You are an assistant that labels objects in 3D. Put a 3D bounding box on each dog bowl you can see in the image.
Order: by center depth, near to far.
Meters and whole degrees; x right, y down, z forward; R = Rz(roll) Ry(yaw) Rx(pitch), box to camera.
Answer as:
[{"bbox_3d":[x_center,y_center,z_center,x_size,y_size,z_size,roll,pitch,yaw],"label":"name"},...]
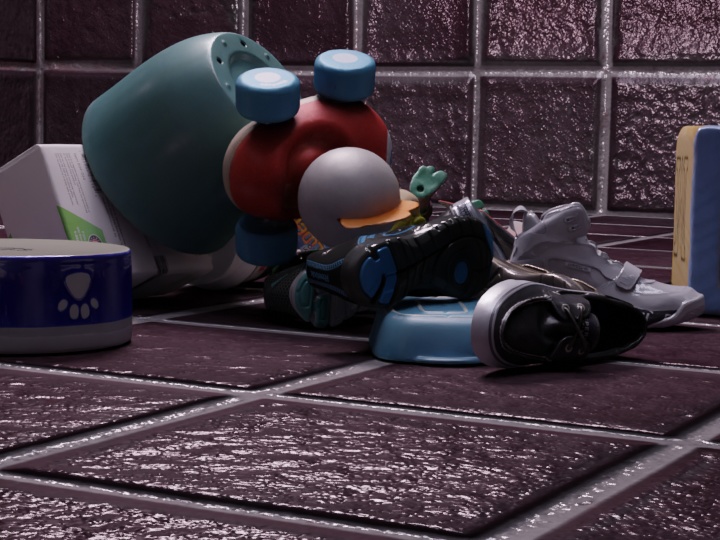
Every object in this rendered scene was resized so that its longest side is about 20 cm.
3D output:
[{"bbox_3d":[-0.292,0.019,1.416,0.199,0.079,0.200,1,5,0],"label":"dog bowl"}]

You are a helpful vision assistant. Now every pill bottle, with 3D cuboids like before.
[{"bbox_3d":[-0.152,-0.039,1.884,0.116,0.117,0.200,2,5,13],"label":"pill bottle"}]

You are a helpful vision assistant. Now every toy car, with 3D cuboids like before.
[{"bbox_3d":[-0.011,-0.081,1.569,0.176,0.185,0.200,-18,35,-35],"label":"toy car"}]

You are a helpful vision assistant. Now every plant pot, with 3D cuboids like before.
[{"bbox_3d":[-0.153,-0.142,1.689,0.161,0.201,0.200,-38,-18,32],"label":"plant pot"}]

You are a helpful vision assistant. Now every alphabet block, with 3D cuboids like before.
[{"bbox_3d":[0.438,-0.056,1.794,0.194,0.198,0.200,3,5,4],"label":"alphabet block"}]

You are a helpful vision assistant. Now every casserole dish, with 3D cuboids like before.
[{"bbox_3d":[0.068,0.048,1.419,0.120,0.039,0.200,1,4,-1],"label":"casserole dish"}]

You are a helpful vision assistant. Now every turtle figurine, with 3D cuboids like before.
[{"bbox_3d":[0.087,-0.038,1.963,0.149,0.101,0.200,23,-24,3],"label":"turtle figurine"}]

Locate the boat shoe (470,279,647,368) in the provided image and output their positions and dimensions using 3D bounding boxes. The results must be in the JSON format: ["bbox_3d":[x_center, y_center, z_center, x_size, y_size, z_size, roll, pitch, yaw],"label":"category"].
[{"bbox_3d":[0.165,0.046,1.337,0.066,0.070,0.200,3,-2,38],"label":"boat shoe"}]

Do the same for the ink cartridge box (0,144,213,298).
[{"bbox_3d":[-0.260,-0.047,1.706,0.084,0.146,0.200,-27,-12,32],"label":"ink cartridge box"}]

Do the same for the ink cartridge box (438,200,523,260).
[{"bbox_3d":[0.180,-0.030,1.771,0.173,0.044,0.200,40,-2,-11],"label":"ink cartridge box"}]

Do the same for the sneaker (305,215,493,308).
[{"bbox_3d":[0.039,-0.012,1.448,0.082,0.074,0.199,7,7,41],"label":"sneaker"}]

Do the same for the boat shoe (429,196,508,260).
[{"bbox_3d":[0.111,-0.005,1.676,0.068,0.074,0.199,-27,-24,8],"label":"boat shoe"}]

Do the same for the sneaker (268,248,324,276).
[{"bbox_3d":[0.000,0.000,1.707,0.199,0.078,0.085,-1,5,-18],"label":"sneaker"}]

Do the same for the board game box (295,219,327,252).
[{"bbox_3d":[-0.065,-0.073,1.935,0.034,0.200,0.135,-35,-3,13],"label":"board game box"}]

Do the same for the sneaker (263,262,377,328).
[{"bbox_3d":[-0.012,0.012,1.617,0.199,0.078,0.091,-2,2,-45],"label":"sneaker"}]

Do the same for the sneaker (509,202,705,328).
[{"bbox_3d":[0.233,-0.006,1.616,0.199,0.116,0.075,2,6,8],"label":"sneaker"}]

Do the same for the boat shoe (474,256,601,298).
[{"bbox_3d":[0.145,0.030,1.528,0.073,0.075,0.200,12,5,-39],"label":"boat shoe"}]

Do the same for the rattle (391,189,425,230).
[{"bbox_3d":[0.041,-0.007,1.794,0.130,0.143,0.200,-43,-13,9],"label":"rattle"}]
